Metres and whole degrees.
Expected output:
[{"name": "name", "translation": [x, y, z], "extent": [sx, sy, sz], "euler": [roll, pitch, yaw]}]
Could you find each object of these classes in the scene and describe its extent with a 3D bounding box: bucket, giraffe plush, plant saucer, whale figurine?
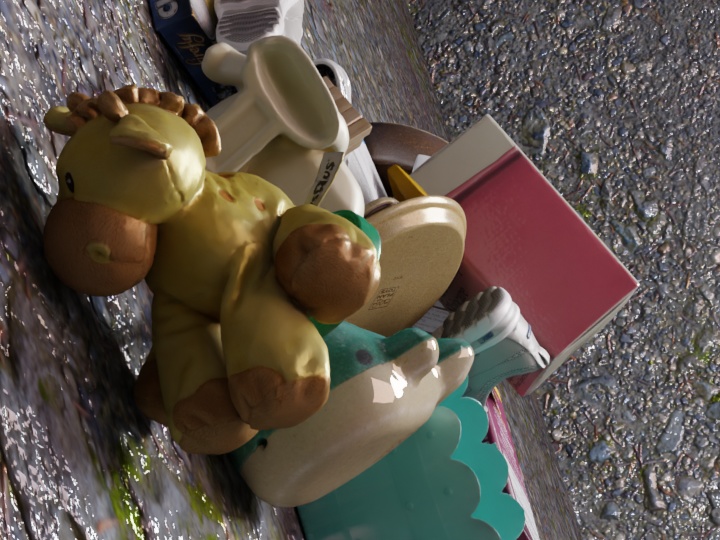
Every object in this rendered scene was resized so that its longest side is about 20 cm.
[{"name": "bucket", "translation": [0.039, 0.174, 1.307], "extent": [0.207, 0.134, 0.209], "euler": [-21, 90, -80]}, {"name": "giraffe plush", "translation": [-0.097, -0.022, 0.933], "extent": [0.162, 0.172, 0.201], "euler": [35, 52, -32]}, {"name": "plant saucer", "translation": [0.039, -0.064, 1.755], "extent": [0.201, 0.199, 0.035], "euler": [62, 38, -37]}, {"name": "whale figurine", "translation": [-0.010, 0.076, 1.147], "extent": [0.199, 0.159, 0.104], "euler": [-20, 69, -50]}]

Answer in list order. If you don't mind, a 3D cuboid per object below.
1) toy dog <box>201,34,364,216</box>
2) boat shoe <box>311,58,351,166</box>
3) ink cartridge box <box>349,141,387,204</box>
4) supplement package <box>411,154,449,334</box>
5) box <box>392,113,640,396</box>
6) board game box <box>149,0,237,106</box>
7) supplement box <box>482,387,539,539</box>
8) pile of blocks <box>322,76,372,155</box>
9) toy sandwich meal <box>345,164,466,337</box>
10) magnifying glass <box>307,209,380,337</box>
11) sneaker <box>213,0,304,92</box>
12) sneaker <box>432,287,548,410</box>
[{"name": "toy dog", "translation": [-0.064, -0.069, 1.200], "extent": [0.194, 0.140, 0.200], "euler": [39, -2, -11]}, {"name": "boat shoe", "translation": [-0.038, -0.077, 1.446], "extent": [0.069, 0.071, 0.202], "euler": [63, 38, -87]}, {"name": "ink cartridge box", "translation": [-0.033, -0.070, 1.602], "extent": [0.200, 0.083, 0.146], "euler": [-90, 159, -66]}, {"name": "supplement package", "translation": [0.084, 0.005, 1.692], "extent": [0.201, 0.116, 0.118], "euler": [103, 2, -50]}, {"name": "box", "translation": [0.125, -0.011, 1.502], "extent": [0.200, 0.109, 0.128], "euler": [49, -17, 10]}, {"name": "board game box", "translation": [-0.131, -0.206, 1.485], "extent": [0.200, 0.034, 0.136], "euler": [55, 16, -57]}, {"name": "supplement box", "translation": [0.069, 0.174, 1.506], "extent": [0.103, 0.130, 0.201], "euler": [60, 13, -45]}, {"name": "pile of blocks", "translation": [-0.064, -0.059, 1.361], "extent": [0.201, 0.082, 0.062], "euler": [-63, -179, -32]}, {"name": "toy sandwich meal", "translation": [0.000, 0.000, 1.386], "extent": [0.070, 0.205, 0.205], "euler": [50, 0, 26]}, {"name": "magnifying glass", "translation": [-0.053, 0.015, 1.034], "extent": [0.022, 0.199, 0.080], "euler": [33, 62, -26]}, {"name": "sneaker", "translation": [-0.085, -0.185, 1.440], "extent": [0.200, 0.074, 0.083], "euler": [-76, 160, -65]}, {"name": "sneaker", "translation": [0.066, 0.099, 1.425], "extent": [0.082, 0.200, 0.075], "euler": [45, 36, -14]}]
